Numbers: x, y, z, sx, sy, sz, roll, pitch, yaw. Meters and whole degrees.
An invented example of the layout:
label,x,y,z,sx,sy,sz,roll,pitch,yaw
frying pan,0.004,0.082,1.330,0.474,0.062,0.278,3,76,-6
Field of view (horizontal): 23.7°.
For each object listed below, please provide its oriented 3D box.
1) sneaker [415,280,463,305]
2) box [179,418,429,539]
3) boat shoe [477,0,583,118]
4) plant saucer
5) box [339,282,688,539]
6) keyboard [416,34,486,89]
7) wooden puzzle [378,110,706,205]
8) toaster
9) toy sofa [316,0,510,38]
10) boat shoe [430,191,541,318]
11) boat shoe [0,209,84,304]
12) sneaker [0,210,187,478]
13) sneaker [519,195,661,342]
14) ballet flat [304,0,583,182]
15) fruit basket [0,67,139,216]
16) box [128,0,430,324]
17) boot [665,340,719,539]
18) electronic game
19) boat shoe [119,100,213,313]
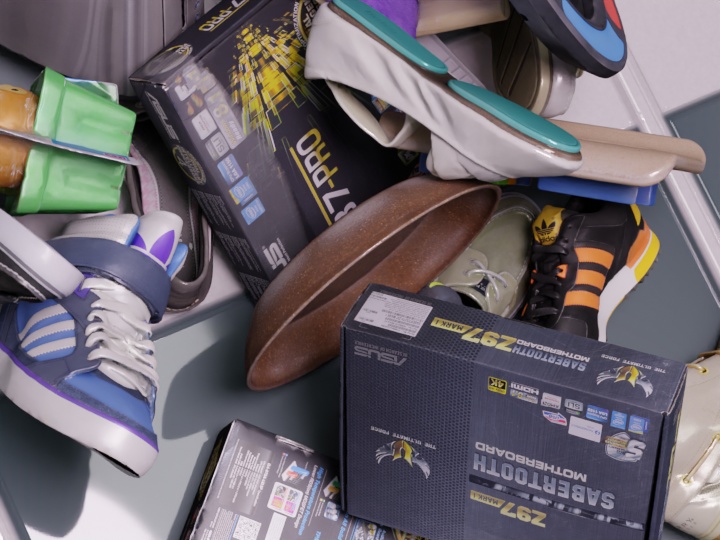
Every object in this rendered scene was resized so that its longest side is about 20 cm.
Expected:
label,x,y,z,sx,sy,sz,roll,pitch,yaw
sneaker,0.076,0.089,1.101,0.074,0.081,0.200,-46,132,-26
box,-0.046,0.216,1.097,0.159,0.046,0.200,23,69,-11
boat shoe,0.130,-0.166,1.202,0.068,0.075,0.200,12,33,-14
plant saucer,0.000,0.000,1.075,0.200,0.200,0.037,-32,75,-23
box,0.086,0.103,1.025,0.200,0.158,0.051,16,41,18
keyboard,0.007,-0.171,1.179,0.200,0.056,0.011,41,33,-33
wooden puzzle,0.123,-0.072,1.126,0.185,0.200,0.046,10,99,17
toaster,-0.190,-0.208,1.106,0.200,0.129,0.114,27,56,5
toy sofa,0.014,-0.209,1.070,0.200,0.083,0.098,35,55,-50
boat shoe,0.074,0.024,1.183,0.072,0.062,0.200,37,67,-6
boat shoe,-0.229,-0.003,1.029,0.069,0.200,0.057,43,75,-31
sneaker,-0.148,0.027,1.032,0.081,0.200,0.147,39,83,-35
sneaker,0.135,0.006,1.177,0.090,0.070,0.200,58,46,-22
ballet flat,0.044,-0.093,1.024,0.200,0.069,0.069,36,64,26
fruit basket,-0.240,-0.092,1.047,0.200,0.185,0.094,18,86,-14
box,-0.043,-0.091,1.133,0.161,0.049,0.200,-42,124,-23
boot,0.217,0.075,1.212,0.155,0.072,0.200,23,72,-9
electronic game,0.116,-0.213,1.101,0.200,0.042,0.200,47,27,-32
boat shoe,-0.128,-0.071,1.145,0.067,0.057,0.200,-5,77,-20
